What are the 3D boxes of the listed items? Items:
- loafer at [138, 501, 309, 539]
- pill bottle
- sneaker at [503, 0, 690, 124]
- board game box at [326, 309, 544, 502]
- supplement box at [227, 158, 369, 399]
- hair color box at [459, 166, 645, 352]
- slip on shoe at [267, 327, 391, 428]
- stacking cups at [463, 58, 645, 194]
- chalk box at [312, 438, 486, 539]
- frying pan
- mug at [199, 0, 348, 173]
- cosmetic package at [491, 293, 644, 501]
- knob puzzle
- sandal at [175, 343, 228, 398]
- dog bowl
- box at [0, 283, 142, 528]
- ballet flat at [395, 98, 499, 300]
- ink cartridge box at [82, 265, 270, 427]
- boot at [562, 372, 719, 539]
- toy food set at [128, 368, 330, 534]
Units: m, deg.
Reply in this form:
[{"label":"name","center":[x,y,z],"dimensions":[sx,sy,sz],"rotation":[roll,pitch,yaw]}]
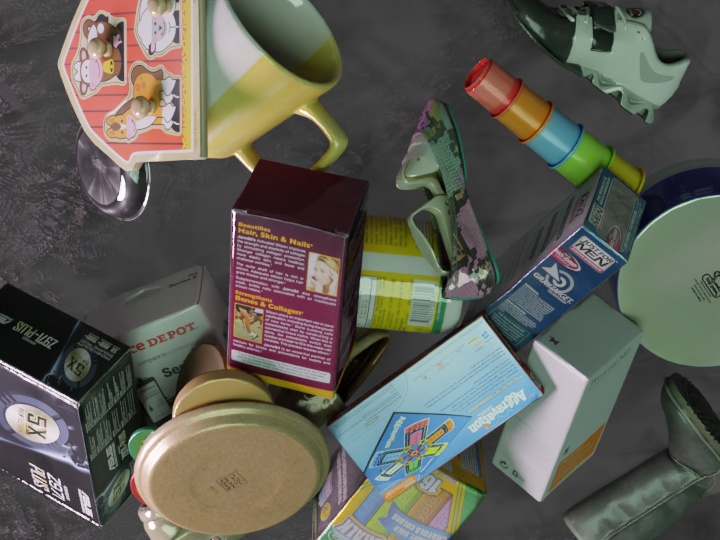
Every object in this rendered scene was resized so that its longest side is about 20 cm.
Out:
[{"label":"loafer","center":[-0.139,0.259,1.847],"dimensions":[0.198,0.076,0.069],"rotation":[-10,95,-20]},{"label":"pill bottle","center":[0.000,0.000,1.714],"dimensions":[0.198,0.113,0.114],"rotation":[5,119,-4]},{"label":"sneaker","center":[0.225,-0.225,1.622],"dimensions":[0.199,0.074,0.089],"rotation":[27,115,-26]},{"label":"board game box","center":[0.073,0.136,1.711],"dimensions":[0.199,0.019,0.103],"rotation":[-36,98,17]},{"label":"supplement box","center":[-0.059,0.009,1.600],"dimensions":[0.109,0.086,0.201],"rotation":[13,130,8]},{"label":"hair color box","center":[0.186,-0.002,1.688],"dimensions":[0.060,0.100,0.200],"rotation":[37,133,-10]},{"label":"slip on shoe","center":[-0.043,0.127,1.755],"dimensions":[0.200,0.060,0.076],"rotation":[-51,144,-18]},{"label":"stacking cups","center":[0.186,-0.129,1.676],"dimensions":[0.199,0.061,0.061],"rotation":[35,113,-19]},{"label":"chalk box","center":[0.028,0.247,1.846],"dimensions":[0.123,0.125,0.201],"rotation":[29,115,-16]},{"label":"frying pan","center":[-0.225,-0.125,1.634],"dimensions":[0.031,0.115,0.190],"rotation":[-18,155,-38]},{"label":"mug","center":[-0.115,-0.169,1.591],"dimensions":[0.153,0.188,0.149],"rotation":[-40,146,28]},{"label":"cosmetic package","center":[0.210,0.131,1.760],"dimensions":[0.071,0.101,0.201],"rotation":[37,141,23]},{"label":"knob puzzle","center":[-0.219,-0.191,1.582],"dimensions":[0.030,0.220,0.221],"rotation":[-5,131,-47]},{"label":"sandal","center":[-0.147,0.151,1.736],"dimensions":[0.069,0.078,0.213],"rotation":[-5,133,-35]},{"label":"dog bowl","center":[0.349,-0.006,1.739],"dimensions":[0.198,0.079,0.202],"rotation":[-1,119,-1]},{"label":"box","center":[-0.307,0.137,1.730],"dimensions":[0.163,0.086,0.201],"rotation":[25,141,22]},{"label":"ballet flat","center":[0.075,-0.067,1.649],"dimensions":[0.071,0.069,0.202],"rotation":[-12,79,-17]},{"label":"ink cartridge box","center":[-0.185,0.115,1.789],"dimensions":[0.145,0.084,0.201],"rotation":[-22,117,11]},{"label":"boot","center":[0.307,0.221,1.877],"dimensions":[0.199,0.073,0.182],"rotation":[-28,114,21]},{"label":"toy food set","center":[-0.129,0.187,1.679],"dimensions":[0.199,0.049,0.198],"rotation":[31,122,-34]}]
